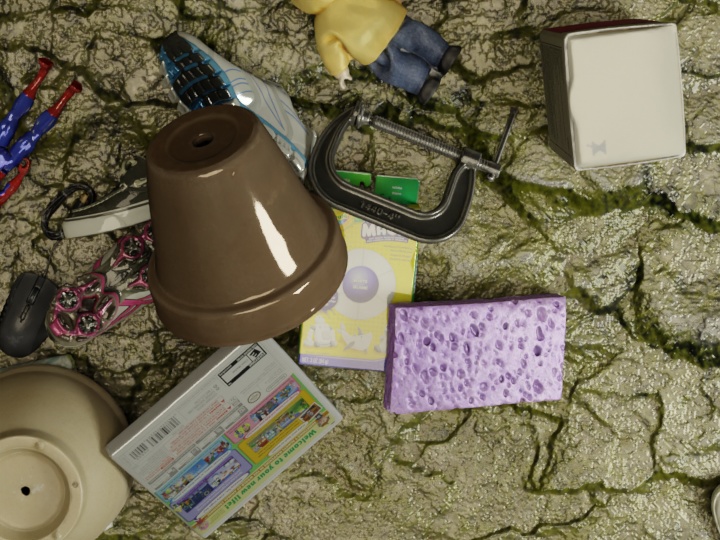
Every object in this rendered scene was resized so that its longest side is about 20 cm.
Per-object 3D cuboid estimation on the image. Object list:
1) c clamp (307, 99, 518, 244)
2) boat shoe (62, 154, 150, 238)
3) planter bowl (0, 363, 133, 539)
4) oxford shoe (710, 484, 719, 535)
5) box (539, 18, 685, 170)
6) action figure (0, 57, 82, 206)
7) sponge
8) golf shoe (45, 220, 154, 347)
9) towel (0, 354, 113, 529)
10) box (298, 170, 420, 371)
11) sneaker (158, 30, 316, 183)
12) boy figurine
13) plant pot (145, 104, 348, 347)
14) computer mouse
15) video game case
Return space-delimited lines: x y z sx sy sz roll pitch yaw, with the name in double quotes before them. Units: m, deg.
"c clamp" 0.050 -0.115 1.602 0.197 0.027 0.173 16 71 -4
"boat shoe" -0.217 -0.088 1.607 0.198 0.071 0.064 -20 98 -7
"planter bowl" -0.331 0.207 1.575 0.197 0.135 0.203 0 98 -3
"oxford shoe" 0.449 0.313 1.692 0.075 0.058 0.201 -31 97 7
"box" 0.244 -0.177 1.531 0.107 0.200 0.130 -6 100 1
"action figure" -0.366 -0.123 1.608 0.065 0.052 0.201 35 100 -10
"sponge" 0.120 0.086 1.629 0.197 0.030 0.113 -3 102 -20
"golf shoe" -0.243 0.007 1.619 0.199 0.092 0.073 -33 91 -18
"towel" -0.365 0.203 1.664 0.169 0.048 0.203 -13 100 -2
"box" 0.000 0.000 1.628 0.116 0.048 0.203 5 98 -2
"sneaker" -0.121 -0.174 1.585 0.075 0.087 0.200 -22 120 43
"boy figurine" 0.001 -0.247 1.584 0.199 0.064 0.125 32 98 -5
"plant pot" -0.127 -0.057 1.489 0.198 0.201 0.176 -17 128 2
"computer mouse" -0.330 0.001 1.635 0.058 0.034 0.202 23 98 -4
"video game case" -0.137 0.167 1.614 0.200 0.022 0.182 -41 133 -1
